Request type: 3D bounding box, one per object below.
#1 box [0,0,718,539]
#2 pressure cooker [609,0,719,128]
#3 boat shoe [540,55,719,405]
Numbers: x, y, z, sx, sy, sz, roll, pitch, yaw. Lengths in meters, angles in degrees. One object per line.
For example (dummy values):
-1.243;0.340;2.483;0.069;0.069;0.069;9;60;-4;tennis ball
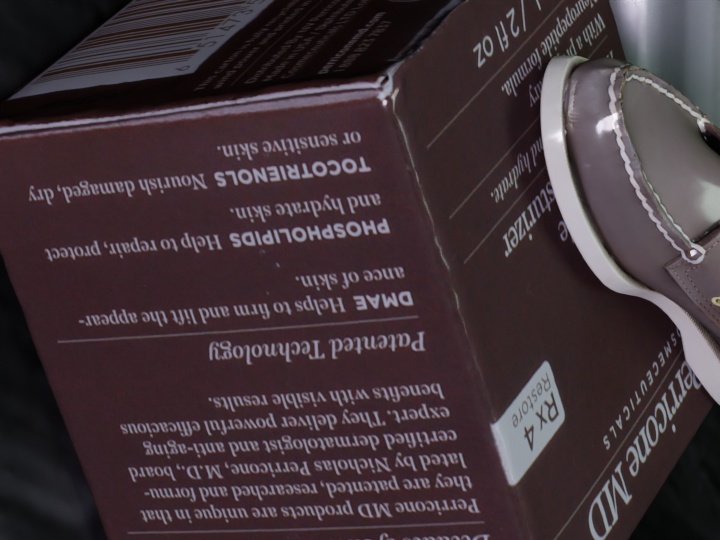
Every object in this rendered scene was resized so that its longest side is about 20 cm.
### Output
0.000;0.000;0.939;0.166;0.164;0.200;-49;126;-51;box
0.104;-0.090;1.090;0.179;0.176;0.200;-132;-141;-74;pressure cooker
0.121;-0.012;0.925;0.200;0.060;0.072;47;47;-48;boat shoe
